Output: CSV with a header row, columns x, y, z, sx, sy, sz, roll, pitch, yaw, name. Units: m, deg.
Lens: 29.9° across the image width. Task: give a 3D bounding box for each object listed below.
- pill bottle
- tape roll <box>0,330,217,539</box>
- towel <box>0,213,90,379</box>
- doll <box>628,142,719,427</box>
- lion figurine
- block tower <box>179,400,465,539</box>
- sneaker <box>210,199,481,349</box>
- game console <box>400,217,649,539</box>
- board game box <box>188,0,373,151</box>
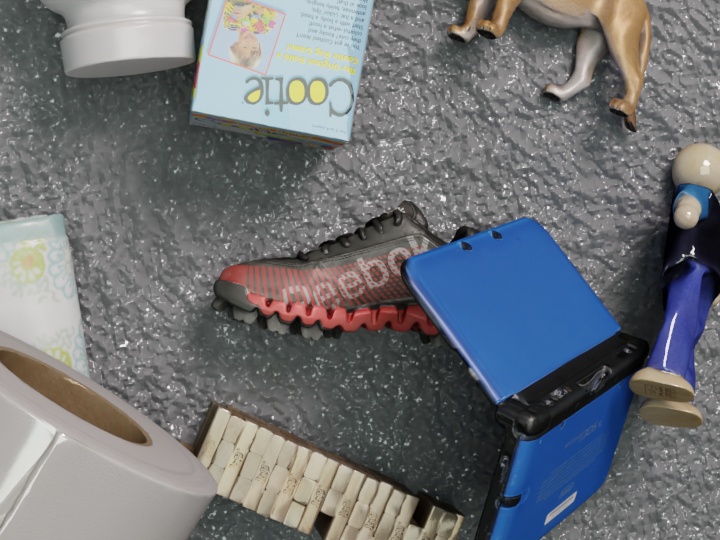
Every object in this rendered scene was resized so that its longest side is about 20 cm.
x,y,z,sx,sy,sz,roll,pitch,yaw,name
-0.158,-0.229,0.856,0.111,0.112,0.202,-7,93,-8,pill bottle
-0.201,0.131,0.775,0.202,0.203,0.140,33,88,-8,tape roll
-0.281,0.059,0.882,0.198,0.048,0.173,-8,96,-8,towel
0.224,-0.002,0.918,0.048,0.137,0.201,4,61,24,doll
0.138,-0.192,0.932,0.199,0.072,0.123,30,79,-22,lion figurine
-0.027,0.150,0.917,0.199,0.054,0.058,24,88,-9,block tower
0.000,0.000,0.908,0.199,0.071,0.099,3,92,-11,sneaker
0.098,0.076,0.885,0.118,0.200,0.172,25,112,27,game console
-0.045,-0.188,0.878,0.104,0.103,0.202,10,90,-9,board game box
